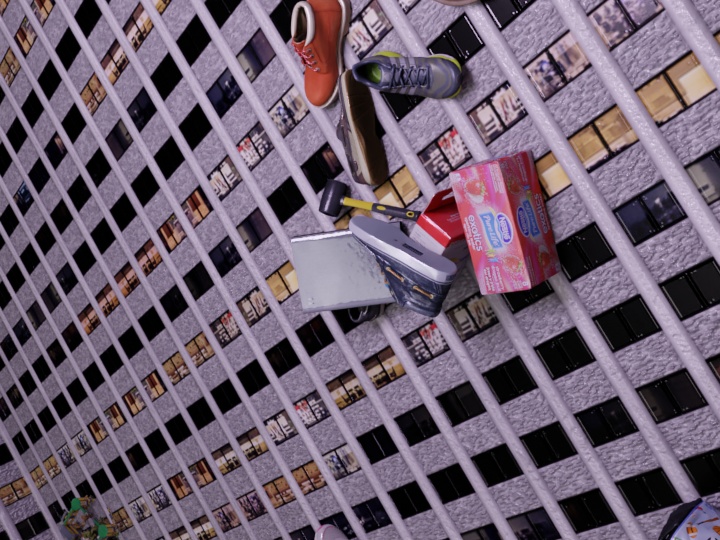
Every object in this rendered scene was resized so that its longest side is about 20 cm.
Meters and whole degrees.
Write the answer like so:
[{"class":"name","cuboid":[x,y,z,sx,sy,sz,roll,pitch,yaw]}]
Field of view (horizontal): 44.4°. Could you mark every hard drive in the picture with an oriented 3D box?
[{"class":"hard drive","cuboid":[-0.014,-0.005,1.562,0.200,0.033,0.140,-8,99,11]}]

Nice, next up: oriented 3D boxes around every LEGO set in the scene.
[{"class":"LEGO set","cuboid":[-0.775,0.756,2.584,0.200,0.116,0.154,23,91,29]}]

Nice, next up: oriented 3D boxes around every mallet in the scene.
[{"class":"mallet","cuboid":[0.018,-0.123,1.556,0.200,0.041,0.066,6,82,28]}]

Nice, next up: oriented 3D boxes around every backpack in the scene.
[{"class":"backpack","cuboid":[0.483,0.435,1.267,0.154,0.200,0.191,20,113,29]}]

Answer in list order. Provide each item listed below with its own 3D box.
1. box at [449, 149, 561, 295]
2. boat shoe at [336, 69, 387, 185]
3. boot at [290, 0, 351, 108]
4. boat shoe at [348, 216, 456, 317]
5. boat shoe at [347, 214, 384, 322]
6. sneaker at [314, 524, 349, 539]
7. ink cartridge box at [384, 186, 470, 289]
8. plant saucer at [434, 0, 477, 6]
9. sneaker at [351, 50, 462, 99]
[{"class":"box","cuboid":[0.222,-0.073,1.348,0.095,0.100,0.200,-9,100,43]},{"class":"boat shoe","cuboid":[-0.012,-0.240,1.507,0.065,0.073,0.200,-5,103,37]},{"class":"boot","cuboid":[-0.082,-0.367,1.497,0.075,0.107,0.200,26,124,30]},{"class":"boat shoe","cuboid":[0.053,-0.006,1.381,0.200,0.071,0.091,33,122,27]},{"class":"boat shoe","cuboid":[0.000,0.000,1.599,0.073,0.063,0.200,8,111,42]},{"class":"sneaker","cuboid":[-0.011,0.607,1.847,0.200,0.081,0.088,46,130,8]},{"class":"ink cartridge box","cuboid":[0.132,-0.042,1.428,0.067,0.116,0.200,43,131,21]},{"class":"plant saucer","cuboid":[0.146,-0.494,1.297,0.200,0.029,0.200,17,117,37]},{"class":"sneaker","cuboid":[0.072,-0.306,1.400,0.200,0.081,0.074,13,115,38]}]
